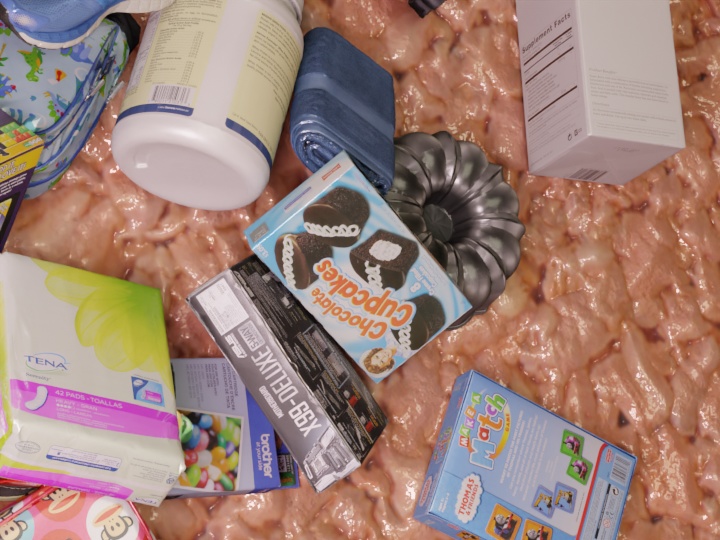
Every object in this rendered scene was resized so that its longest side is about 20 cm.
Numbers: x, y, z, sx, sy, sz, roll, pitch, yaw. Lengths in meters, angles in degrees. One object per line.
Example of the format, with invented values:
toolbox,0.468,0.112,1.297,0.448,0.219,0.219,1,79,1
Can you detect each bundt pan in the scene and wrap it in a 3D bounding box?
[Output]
bundt pan,0.075,-0.047,1.575,0.200,0.076,0.204,9,69,-24

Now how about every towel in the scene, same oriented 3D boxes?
towel,-0.018,-0.142,1.517,0.111,0.048,0.201,37,30,-23

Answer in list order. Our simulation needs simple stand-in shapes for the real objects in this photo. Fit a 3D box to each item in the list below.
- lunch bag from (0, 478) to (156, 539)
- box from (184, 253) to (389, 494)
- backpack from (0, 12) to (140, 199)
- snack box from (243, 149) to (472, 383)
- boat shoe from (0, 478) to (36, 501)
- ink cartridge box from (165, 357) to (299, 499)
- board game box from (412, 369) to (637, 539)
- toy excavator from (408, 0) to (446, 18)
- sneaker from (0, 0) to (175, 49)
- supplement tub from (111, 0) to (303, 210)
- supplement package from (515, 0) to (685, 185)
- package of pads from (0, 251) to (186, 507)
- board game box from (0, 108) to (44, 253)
lunch bag,-0.257,0.249,1.289,0.199,0.082,0.177,-30,92,-21
box,-0.059,0.080,1.424,0.050,0.158,0.201,-34,92,13
backpack,-0.290,-0.161,1.393,0.162,0.154,0.201,24,77,-9
snack box,0.000,0.000,1.459,0.116,0.037,0.200,-39,124,5
boat shoe,-0.339,0.129,1.309,0.199,0.065,0.074,24,65,-18
ink cartridge box,-0.143,0.137,1.425,0.199,0.042,0.120,1,74,-29
board game box,0.160,0.206,1.559,0.199,0.037,0.152,29,63,-17
toy excavator,0.096,-0.363,1.662,0.100,0.194,0.200,43,88,-8
sneaker,-0.220,-0.250,1.349,0.079,0.089,0.200,46,49,14
supplement tub,-0.132,-0.172,1.466,0.144,0.145,0.201,23,65,-19
supplement package,0.245,-0.205,1.686,0.120,0.120,0.202,5,72,-24
package of pads,-0.229,0.084,1.303,0.154,0.068,0.201,16,38,-28
board game box,-0.344,-0.022,1.250,0.057,0.166,0.200,35,31,11
